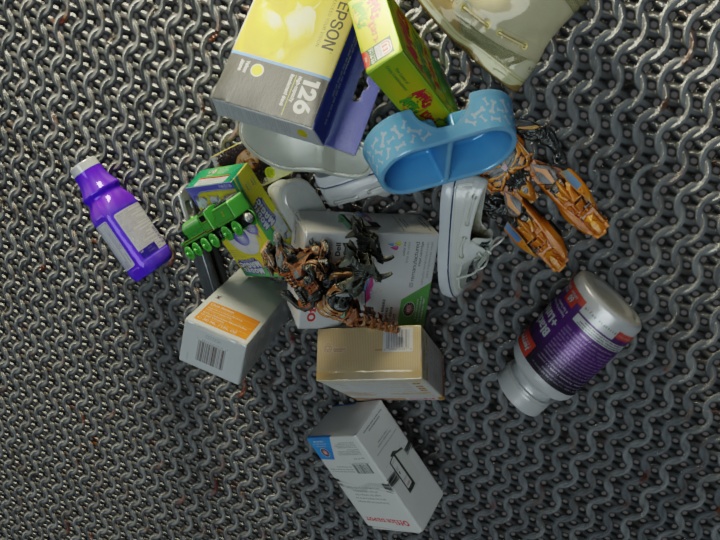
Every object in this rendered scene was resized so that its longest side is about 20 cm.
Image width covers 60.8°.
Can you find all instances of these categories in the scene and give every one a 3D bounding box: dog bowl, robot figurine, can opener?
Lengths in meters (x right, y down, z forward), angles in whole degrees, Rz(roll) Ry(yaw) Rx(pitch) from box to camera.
[{"bbox_3d":[0.102,-0.151,0.750,0.194,0.112,0.051,-16,65,-3],"label":"dog bowl"},{"bbox_3d":[0.235,-0.104,0.830,0.200,0.058,0.145,44,114,-5],"label":"robot figurine"},{"bbox_3d":[-0.240,-0.044,0.986,0.065,0.053,0.206,-5,111,22],"label":"can opener"}]

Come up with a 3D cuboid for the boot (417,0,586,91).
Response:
[{"bbox_3d":[0.166,-0.343,0.746,0.199,0.073,0.156,39,116,-4],"label":"boot"}]

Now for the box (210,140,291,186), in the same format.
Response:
[{"bbox_3d":[-0.121,-0.177,0.904,0.195,0.050,0.077,-22,105,21],"label":"box"}]

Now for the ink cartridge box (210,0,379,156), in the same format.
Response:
[{"bbox_3d":[-0.068,-0.270,0.794,0.194,0.047,0.203,16,73,10],"label":"ink cartridge box"}]

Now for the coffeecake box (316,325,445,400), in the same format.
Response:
[{"bbox_3d":[0.037,0.142,0.907,0.148,0.200,0.076,-4,70,16],"label":"coffeecake box"}]

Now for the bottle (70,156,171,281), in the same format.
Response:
[{"bbox_3d":[-0.391,-0.085,0.995,0.064,0.084,0.203,-27,103,23],"label":"bottle"}]

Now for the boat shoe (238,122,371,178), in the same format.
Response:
[{"bbox_3d":[-0.067,-0.176,0.827,0.193,0.062,0.077,10,118,12],"label":"boat shoe"}]

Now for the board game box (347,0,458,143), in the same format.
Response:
[{"bbox_3d":[0.062,-0.235,0.737,0.047,0.199,0.104,-23,65,22],"label":"board game box"}]

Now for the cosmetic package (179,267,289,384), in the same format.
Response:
[{"bbox_3d":[-0.182,0.076,0.937,0.099,0.201,0.073,20,116,5],"label":"cosmetic package"}]

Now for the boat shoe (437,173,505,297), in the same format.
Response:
[{"bbox_3d":[0.156,-0.042,0.850,0.084,0.075,0.207,12,128,21],"label":"boat shoe"}]

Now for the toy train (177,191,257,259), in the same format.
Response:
[{"bbox_3d":[-0.213,-0.063,0.881,0.197,0.042,0.057,-16,111,50],"label":"toy train"}]

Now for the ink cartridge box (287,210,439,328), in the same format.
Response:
[{"bbox_3d":[0.000,0.000,0.877,0.193,0.084,0.149,0,114,-17],"label":"ink cartridge box"}]

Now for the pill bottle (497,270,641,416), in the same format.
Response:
[{"bbox_3d":[0.288,0.110,0.872,0.110,0.112,0.202,36,115,-1],"label":"pill bottle"}]

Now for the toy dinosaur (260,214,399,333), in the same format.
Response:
[{"bbox_3d":[-0.029,0.011,0.785,0.197,0.104,0.136,26,119,-35],"label":"toy dinosaur"}]

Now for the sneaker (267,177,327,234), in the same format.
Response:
[{"bbox_3d":[-0.072,-0.057,0.935,0.087,0.075,0.203,11,139,51],"label":"sneaker"}]

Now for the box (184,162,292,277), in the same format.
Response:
[{"bbox_3d":[-0.163,-0.059,0.915,0.115,0.049,0.202,1,135,41],"label":"box"}]

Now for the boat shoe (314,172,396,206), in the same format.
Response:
[{"bbox_3d":[0.032,-0.140,0.874,0.194,0.075,0.067,-9,126,21],"label":"boat shoe"}]

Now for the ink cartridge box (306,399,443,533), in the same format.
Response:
[{"bbox_3d":[0.024,0.325,1.018,0.144,0.084,0.203,-19,109,49],"label":"ink cartridge box"}]
